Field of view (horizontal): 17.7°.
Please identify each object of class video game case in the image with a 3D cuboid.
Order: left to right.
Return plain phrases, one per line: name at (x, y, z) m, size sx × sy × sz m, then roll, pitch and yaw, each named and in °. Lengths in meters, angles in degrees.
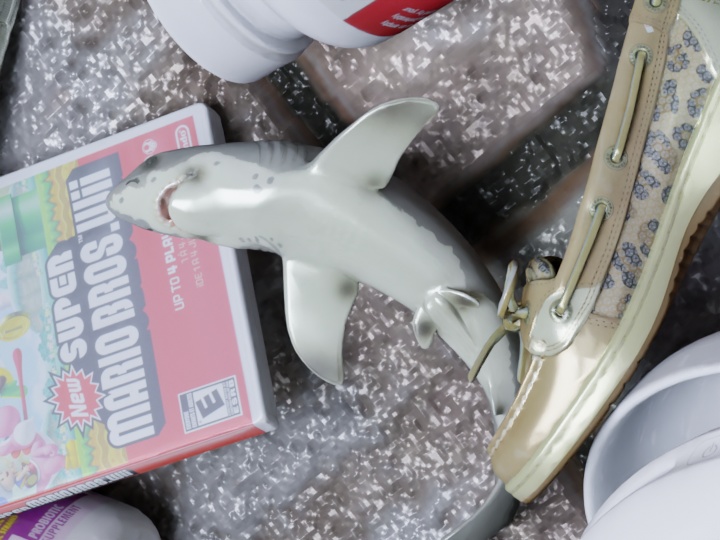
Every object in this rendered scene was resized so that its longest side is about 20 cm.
video game case at (-0.138, 0.027, 0.950) m, size 0.200 × 0.017 × 0.143 m, roll -19°, pitch 66°, yaw 16°

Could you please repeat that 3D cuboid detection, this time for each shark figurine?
shark figurine at (0.022, 0.005, 0.896) m, size 0.128 × 0.090 × 0.214 m, roll -39°, pitch 102°, yaw 19°

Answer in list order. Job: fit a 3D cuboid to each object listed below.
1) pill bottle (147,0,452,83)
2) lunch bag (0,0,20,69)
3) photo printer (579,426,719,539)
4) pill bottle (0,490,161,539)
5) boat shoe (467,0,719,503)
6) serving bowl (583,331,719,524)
pill bottle at (0.015, -0.151, 0.836) m, size 0.200 × 0.112 × 0.112 m, roll -29°, pitch 92°, yaw 28°
lunch bag at (-0.247, -0.077, 0.957) m, size 0.164 × 0.200 × 0.118 m, roll 14°, pitch 154°, yaw 22°
photo printer at (0.165, 0.140, 0.795) m, size 0.200 × 0.069 × 0.166 m, roll 36°, pitch 143°, yaw 1°
pill bottle at (-0.196, 0.128, 1.012) m, size 0.200 × 0.112 × 0.112 m, roll 16°, pitch 111°, yaw 18°
boat shoe at (0.090, -0.012, 0.846) m, size 0.063 × 0.073 × 0.200 m, roll 27°, pitch 91°, yaw 4°
serving bowl at (0.184, 0.088, 0.838) m, size 0.200 × 0.066 × 0.200 m, roll 21°, pitch 140°, yaw 19°
